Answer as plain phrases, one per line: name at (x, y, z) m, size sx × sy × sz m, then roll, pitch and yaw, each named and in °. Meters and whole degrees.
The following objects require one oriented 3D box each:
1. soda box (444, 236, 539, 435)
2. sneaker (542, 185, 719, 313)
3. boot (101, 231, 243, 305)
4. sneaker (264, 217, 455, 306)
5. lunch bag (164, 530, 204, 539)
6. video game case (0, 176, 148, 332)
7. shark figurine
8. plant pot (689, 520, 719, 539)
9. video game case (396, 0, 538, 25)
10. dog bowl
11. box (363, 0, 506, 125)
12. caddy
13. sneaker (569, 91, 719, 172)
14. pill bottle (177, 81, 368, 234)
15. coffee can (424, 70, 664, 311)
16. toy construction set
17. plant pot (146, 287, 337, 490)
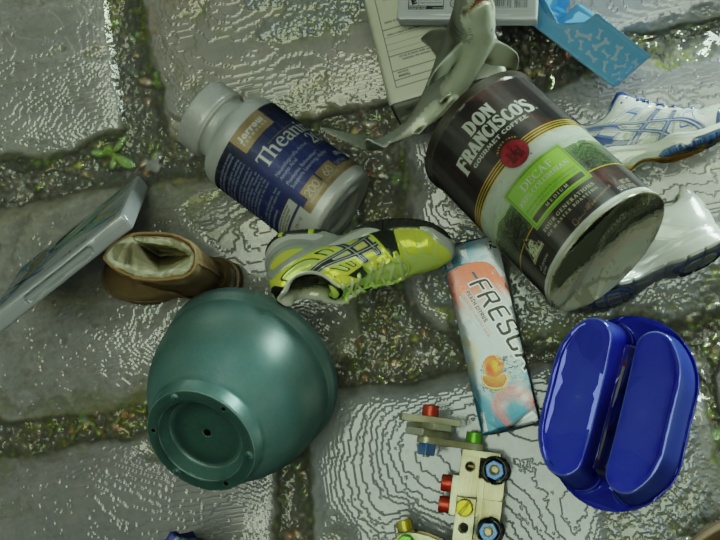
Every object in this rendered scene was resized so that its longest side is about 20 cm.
soda box at (0.137, 0.068, 1.213) m, size 0.063 × 0.068 × 0.203 m, roll -14°, pitch 81°, yaw 9°
sneaker at (0.279, -0.018, 1.206) m, size 0.198 × 0.075 × 0.088 m, roll -23°, pitch 68°, yaw 1°
boot at (-0.224, -0.006, 1.221) m, size 0.173 × 0.200 × 0.067 m, roll -2°, pitch 83°, yaw 10°
sneaker at (0.000, 0.000, 1.181) m, size 0.197 × 0.076 × 0.077 m, roll -9°, pitch 48°, yaw 8°
lunch bag at (-0.173, 0.402, 1.206) m, size 0.169 × 0.128 × 0.201 m, roll 30°, pitch 80°, yaw 12°
video game case at (-0.312, -0.022, 1.247) m, size 0.182 × 0.200 × 0.022 m, roll -37°, pitch 105°, yaw 5°
shark figurine at (0.068, -0.197, 1.153) m, size 0.215 × 0.128 × 0.090 m, roll -51°, pitch 53°, yaw 17°
plant pot at (0.389, 0.336, 1.127) m, size 0.198 × 0.093 × 0.204 m, roll -1°, pitch 84°, yaw 9°
video game case at (0.114, -0.348, 1.178) m, size 0.141 × 0.018 × 0.203 m, roll 2°, pitch 80°, yaw 10°
dog bowl at (0.213, -0.267, 1.220) m, size 0.200 × 0.111 × 0.050 m, roll 41°, pitch 106°, yaw 11°
box at (0.074, -0.273, 1.242) m, size 0.126 × 0.109 × 0.203 m, roll -14°, pitch 82°, yaw 7°
caddy at (0.261, 0.141, 1.166) m, size 0.140 × 0.105 × 0.202 m, roll 13°, pitch 82°, yaw 28°
sneaker at (0.301, -0.153, 1.205) m, size 0.198 × 0.075 × 0.089 m, roll -17°, pitch 81°, yaw 7°
pill bottle at (-0.098, -0.117, 1.255) m, size 0.199 × 0.111 × 0.111 m, roll 36°, pitch 91°, yaw 12°
coffee can at (0.180, -0.080, 1.144) m, size 0.146 × 0.146 × 0.200 m, roll -43°, pitch 59°, yaw 3°
toy construction set at (0.087, 0.238, 1.200) m, size 0.129 × 0.092 × 0.203 m, roll 5°, pitch 96°, yaw 11°
plant pot at (-0.137, 0.137, 1.178) m, size 0.198 × 0.134 × 0.203 m, roll 9°, pitch 119°, yaw 16°
